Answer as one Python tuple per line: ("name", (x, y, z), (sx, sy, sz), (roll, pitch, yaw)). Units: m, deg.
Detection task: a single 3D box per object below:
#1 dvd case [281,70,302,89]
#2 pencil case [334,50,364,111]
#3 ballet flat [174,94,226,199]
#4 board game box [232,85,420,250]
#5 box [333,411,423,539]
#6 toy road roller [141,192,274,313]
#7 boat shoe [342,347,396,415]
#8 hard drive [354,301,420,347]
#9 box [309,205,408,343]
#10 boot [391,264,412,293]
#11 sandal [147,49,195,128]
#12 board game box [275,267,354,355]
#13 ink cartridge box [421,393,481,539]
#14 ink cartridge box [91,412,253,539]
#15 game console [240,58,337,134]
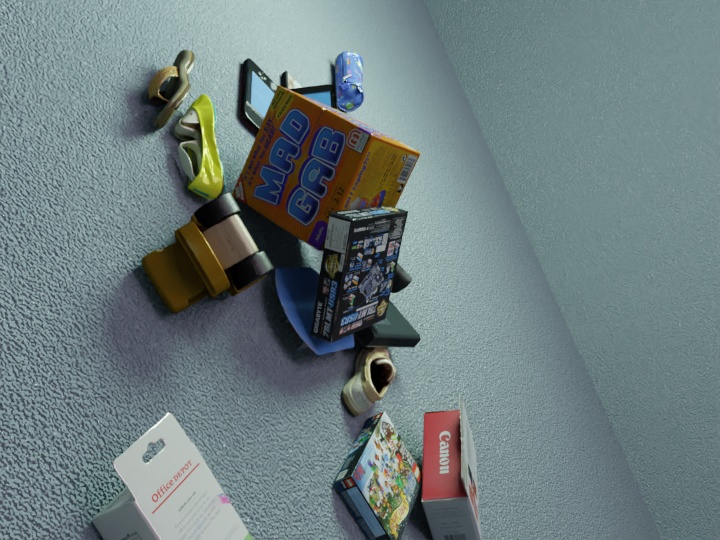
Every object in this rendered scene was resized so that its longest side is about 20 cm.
("dvd case", (-0.121, -0.330, 1.653), (0.143, 0.017, 0.201), (40, 32, -41))
("pencil case", (-0.030, -0.491, 1.935), (0.201, 0.077, 0.087), (-91, 167, -48))
("ballet flat", (-0.258, -0.203, 1.190), (0.067, 0.067, 0.202), (6, 58, -37))
("board game box", (-0.055, -0.165, 1.287), (0.199, 0.202, 0.199), (31, 13, 23))
("box", (0.034, 0.337, 1.219), (0.137, 0.037, 0.200), (58, 24, -8))
("toy road roller", (-0.215, -0.013, 1.030), (0.124, 0.145, 0.200), (60, -14, -2))
("boat shoe", (0.029, 0.183, 1.336), (0.074, 0.069, 0.200), (55, 24, -13))
("hard drive", (0.025, 0.086, 1.429), (0.140, 0.033, 0.199), (49, 18, 24))
("box", (0.000, 0.000, 1.234), (0.199, 0.049, 0.201), (-17, 122, -60))
("boot", (0.036, -0.041, 1.493), (0.201, 0.164, 0.066), (54, 53, -17))
("sandal", (-0.302, -0.291, 1.180), (0.054, 0.080, 0.201), (28, 36, -27))
("board game box", (-0.088, 0.073, 1.260), (0.159, 0.039, 0.200), (62, 22, 12))
("ink cartridge box", (0.156, 0.348, 1.330), (0.201, 0.083, 0.177), (-82, 159, -54))
("ink cartridge box", (-0.196, 0.267, 0.790), (0.201, 0.067, 0.117), (60, 24, -6))
("game console", (-0.140, -0.338, 1.498), (0.172, 0.118, 0.201), (41, 30, -39))
